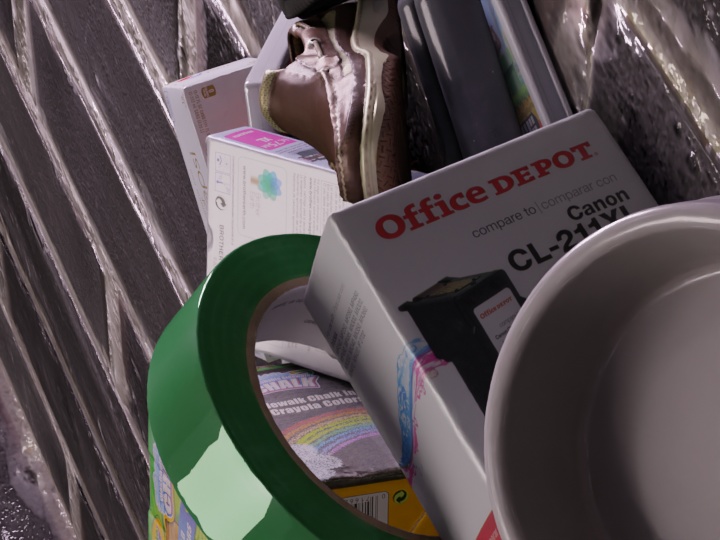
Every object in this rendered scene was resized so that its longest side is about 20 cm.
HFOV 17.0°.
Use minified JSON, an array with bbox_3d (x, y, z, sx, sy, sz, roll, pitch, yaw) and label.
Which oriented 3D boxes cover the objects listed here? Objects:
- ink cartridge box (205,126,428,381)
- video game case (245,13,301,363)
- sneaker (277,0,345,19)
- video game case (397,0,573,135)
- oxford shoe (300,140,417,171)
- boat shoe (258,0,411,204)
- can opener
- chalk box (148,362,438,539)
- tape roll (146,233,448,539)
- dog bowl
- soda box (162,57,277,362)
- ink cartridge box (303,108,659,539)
[{"bbox_3d":[0.000,0.000,1.314,0.199,0.042,0.120,18,115,37],"label":"ink cartridge box"},{"bbox_3d":[-0.037,-0.046,1.464,0.143,0.017,0.201,-72,-23,-63],"label":"video game case"},{"bbox_3d":[-0.033,-0.197,1.347,0.200,0.060,0.105,-125,14,-86],"label":"sneaker"},{"bbox_3d":[0.066,-0.096,1.233,0.143,0.017,0.201,132,117,-73],"label":"video game case"},{"bbox_3d":[0.014,-0.058,1.406,0.071,0.071,0.201,15,128,38],"label":"oxford shoe"},{"bbox_3d":[-0.014,-0.081,1.230,0.202,0.074,0.075,-88,-8,-68],"label":"boat shoe"},{"bbox_3d":[0.050,-0.043,1.193,0.053,0.067,0.201,-178,69,-73],"label":"can opener"},{"bbox_3d":[-0.044,0.129,1.318,0.200,0.124,0.124,-136,43,-62],"label":"chalk box"},{"bbox_3d":[-0.001,0.076,1.112,0.048,0.200,0.201,-48,56,35],"label":"tape roll"},{"bbox_3d":[0.134,0.064,0.917,0.059,0.200,0.201,12,-135,-54],"label":"dog bowl"},{"bbox_3d":[-0.072,-0.043,1.671,0.064,0.068,0.201,-162,54,-71],"label":"soda box"},{"bbox_3d":[0.085,0.046,1.068,0.200,0.145,0.083,59,158,22],"label":"ink cartridge box"}]
